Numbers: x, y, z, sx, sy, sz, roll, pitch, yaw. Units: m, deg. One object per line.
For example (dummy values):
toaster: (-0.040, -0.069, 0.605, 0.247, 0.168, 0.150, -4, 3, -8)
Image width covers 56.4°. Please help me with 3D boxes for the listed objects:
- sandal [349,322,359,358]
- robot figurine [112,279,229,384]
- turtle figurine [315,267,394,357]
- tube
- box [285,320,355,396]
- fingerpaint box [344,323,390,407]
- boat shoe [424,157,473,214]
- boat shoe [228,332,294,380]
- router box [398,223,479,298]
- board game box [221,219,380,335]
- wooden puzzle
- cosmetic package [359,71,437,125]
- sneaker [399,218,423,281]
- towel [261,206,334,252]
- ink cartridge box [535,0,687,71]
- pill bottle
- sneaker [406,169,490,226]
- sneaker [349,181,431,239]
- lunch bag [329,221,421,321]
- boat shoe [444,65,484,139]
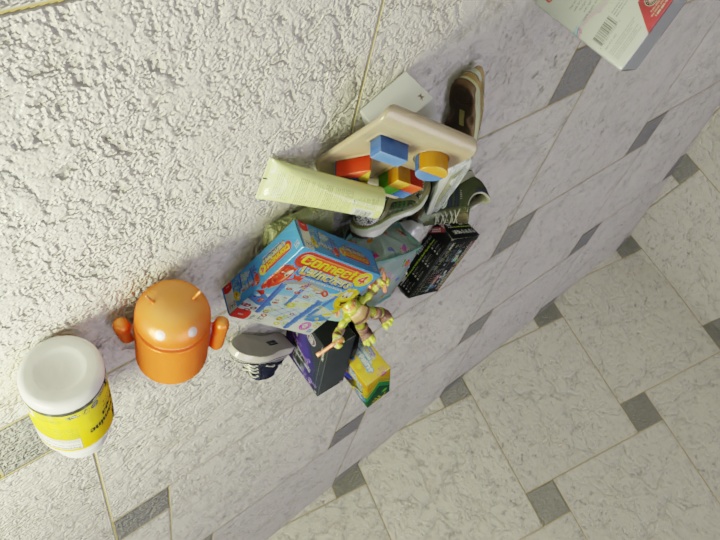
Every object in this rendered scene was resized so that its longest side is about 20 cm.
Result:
sandal: (0.004, 0.094, 1.460, 0.044, 0.205, 0.075, 10, 159, -9)
robot figurine: (-0.287, 0.094, 1.019, 0.117, 0.142, 0.202, -53, 170, -40)
turtle figurine: (-0.006, 0.090, 1.270, 0.202, 0.064, 0.161, -55, 149, -5)
tube: (-0.057, -0.123, 1.032, 0.196, 0.052, 0.060, 8, 92, -23)
box: (-0.090, 0.152, 1.424, 0.078, 0.141, 0.202, -29, 154, -28)
fingerpaint box: (-0.019, 0.196, 1.544, 0.073, 0.201, 0.168, -34, 157, -15)
boat shoe: (0.165, -0.171, 1.323, 0.063, 0.076, 0.203, 0, 155, -8)
boat shoe: (-0.212, 0.183, 1.355, 0.094, 0.074, 0.199, -56, 156, 13)
router box: (0.191, -0.030, 1.678, 0.148, 0.062, 0.201, -8, 140, -53)
board game box: (-0.099, 0.020, 1.150, 0.195, 0.057, 0.198, -40, 144, 26)
wooden puzzle: (0.054, -0.165, 1.038, 0.182, 0.047, 0.199, 13, 155, -34)
cosmetic package: (0.073, -0.222, 1.119, 0.101, 0.072, 0.200, -39, 158, -4)
sneaker: (0.083, -0.023, 1.453, 0.073, 0.088, 0.202, 11, 127, -28)
towel: (-0.114, -0.039, 1.179, 0.147, 0.037, 0.202, -29, 155, -27)
ink cartridge box: (0.415, -0.454, 1.116, 0.082, 0.200, 0.147, -20, 150, -47)
pill bottle: (-0.419, 0.192, 0.974, 0.111, 0.113, 0.202, -29, 154, -30)
sneaker: (0.200, -0.136, 1.465, 0.198, 0.090, 0.068, -35, 158, -18)
sneaker: (0.058, -0.142, 1.255, 0.199, 0.076, 0.090, -39, 141, -23)
lunch bag: (0.000, 0.000, 1.331, 0.198, 0.122, 0.172, -25, 153, -42)
boat shoe: (0.201, -0.287, 1.236, 0.076, 0.071, 0.201, -50, 164, -24)
